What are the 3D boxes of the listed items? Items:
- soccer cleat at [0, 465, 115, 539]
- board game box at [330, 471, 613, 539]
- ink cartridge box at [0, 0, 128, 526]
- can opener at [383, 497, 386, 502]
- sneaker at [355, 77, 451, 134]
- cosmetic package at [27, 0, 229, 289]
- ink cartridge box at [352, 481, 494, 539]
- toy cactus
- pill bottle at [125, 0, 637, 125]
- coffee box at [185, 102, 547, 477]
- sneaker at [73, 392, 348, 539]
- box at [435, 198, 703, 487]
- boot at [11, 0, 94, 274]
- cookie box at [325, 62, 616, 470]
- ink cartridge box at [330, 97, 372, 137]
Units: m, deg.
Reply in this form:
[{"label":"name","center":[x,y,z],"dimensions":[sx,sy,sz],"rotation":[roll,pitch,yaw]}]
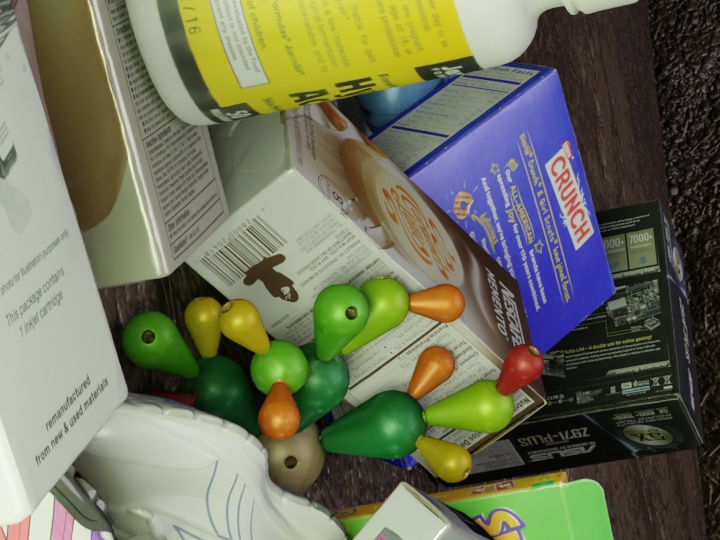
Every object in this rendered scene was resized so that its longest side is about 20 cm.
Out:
[{"label":"soccer cleat","center":[-0.121,0.118,0.711],"dimensions":[0.073,0.068,0.200],"rotation":[-49,127,-22]},{"label":"board game box","center":[0.031,0.160,0.959],"dimensions":[0.030,0.199,0.096],"rotation":[-44,122,-73]},{"label":"ink cartridge box","center":[-0.162,-0.032,0.495],"dimensions":[0.084,0.144,0.201],"rotation":[-58,135,-68]},{"label":"can opener","center":[-0.007,0.163,1.081],"dimensions":[0.200,0.063,0.079],"rotation":[32,50,-70]},{"label":"sneaker","center":[0.034,-0.132,1.279],"dimensions":[0.200,0.066,0.079],"rotation":[-52,142,-69]},{"label":"cosmetic package","center":[-0.123,-0.098,0.815],"dimensions":[0.105,0.071,0.201],"rotation":[-51,129,-71]},{"label":"ink cartridge box","center":[-0.020,0.188,0.887],"dimensions":[0.037,0.200,0.095],"rotation":[38,-1,23]},{"label":"toy cactus","center":[-0.023,0.074,0.946],"dimensions":[0.165,0.199,0.103],"rotation":[117,-33,-43]},{"label":"pill bottle","center":[0.010,-0.131,0.803],"dimensions":[0.111,0.199,0.112],"rotation":[-11,90,-76]},{"label":"coffee box","center":[0.000,0.000,1.015],"dimensions":[0.200,0.080,0.115],"rotation":[42,23,-29]},{"label":"sneaker","center":[-0.074,0.115,0.859],"dimensions":[0.200,0.074,0.087],"rotation":[46,61,-46]},{"label":"box","center":[0.137,0.055,1.413],"dimensions":[0.086,0.199,0.164],"rotation":[54,28,-54]},{"label":"boot","center":[-0.143,-0.036,0.718],"dimensions":[0.147,0.070,0.200],"rotation":[87,-14,-46]},{"label":"cookie box","center":[0.052,-0.007,1.186],"dimensions":[0.200,0.075,0.172],"rotation":[-37,124,-28]},{"label":"ink cartridge box","center":[-0.004,-0.102,1.303],"dimensions":[0.200,0.040,0.201],"rotation":[-50,129,-70]}]
